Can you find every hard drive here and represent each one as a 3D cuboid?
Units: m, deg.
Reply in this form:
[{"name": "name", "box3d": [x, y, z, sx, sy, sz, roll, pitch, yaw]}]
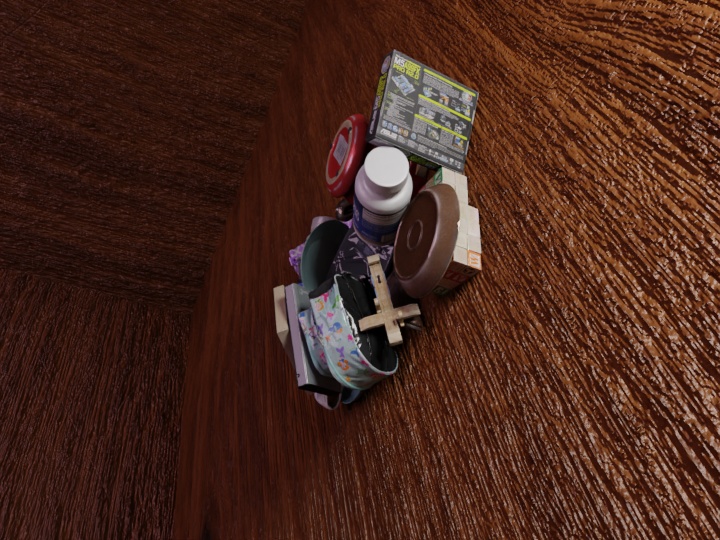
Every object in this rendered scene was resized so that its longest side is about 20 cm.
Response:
[{"name": "hard drive", "box3d": [0.000, 0.000, 1.280, 0.135, 0.042, 0.204, 42, 117, 32]}, {"name": "hard drive", "box3d": [-0.096, 0.141, 1.209, 0.032, 0.139, 0.206, -20, 65, 20]}]

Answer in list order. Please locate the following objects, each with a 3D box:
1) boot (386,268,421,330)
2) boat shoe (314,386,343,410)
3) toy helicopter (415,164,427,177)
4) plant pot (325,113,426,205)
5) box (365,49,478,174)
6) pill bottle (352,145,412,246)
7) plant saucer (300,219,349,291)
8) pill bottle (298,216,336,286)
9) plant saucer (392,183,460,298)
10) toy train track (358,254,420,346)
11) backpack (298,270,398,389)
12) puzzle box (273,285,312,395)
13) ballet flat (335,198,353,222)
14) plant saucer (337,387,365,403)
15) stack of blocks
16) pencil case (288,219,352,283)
[{"name": "boot", "box3d": [0.105, -0.008, 1.144, 0.205, 0.063, 0.186, -65, 26, 11]}, {"name": "boat shoe", "box3d": [-0.054, 0.200, 1.292, 0.085, 0.072, 0.210, 16, 97, 61]}, {"name": "toy helicopter", "box3d": [0.136, -0.275, 1.202, 0.133, 0.076, 0.206, 117, 169, -68]}, {"name": "plant pot", "box3d": [0.027, -0.223, 1.304, 0.199, 0.177, 0.208, -166, 90, -68]}, {"name": "box", "box3d": [0.116, -0.283, 1.102, 0.044, 0.194, 0.166, -4, 72, 63]}, {"name": "pill bottle", "box3d": [0.041, -0.139, 1.131, 0.201, 0.107, 0.115, 96, 179, -65]}, {"name": "plant saucer", "box3d": [-0.075, -0.011, 1.375, 0.038, 0.198, 0.208, 3, 77, 42]}, {"name": "pill bottle", "box3d": [-0.095, -0.027, 1.550, 0.113, 0.111, 0.207, -23, 54, 61]}, {"name": "plant saucer", "box3d": [0.106, -0.056, 1.045, 0.201, 0.033, 0.206, -48, 35, 49]}, {"name": "toy train track", "box3d": [0.041, 0.043, 1.086, 0.033, 0.111, 0.204, 74, -179, -49]}, {"name": "backpack", "box3d": [-0.018, 0.127, 1.152, 0.149, 0.176, 0.204, -36, 66, 19]}, {"name": "puzzle box", "box3d": [-0.138, 0.149, 1.274, 0.135, 0.025, 0.204, -104, -3, -50]}, {"name": "ballet flat", "box3d": [0.003, -0.182, 1.428, 0.201, 0.045, 0.069, -54, -36, -42]}, {"name": "plant saucer", "box3d": [-0.006, 0.189, 1.315, 0.200, 0.027, 0.206, -46, 36, 49]}, {"name": "stack of blocks", "box3d": [0.154, -0.076, 1.063, 0.115, 0.057, 0.206, -41, 40, 53]}, {"name": "pencil case", "box3d": [-0.084, -0.057, 1.454, 0.085, 0.196, 0.086, 57, 176, 24]}]
